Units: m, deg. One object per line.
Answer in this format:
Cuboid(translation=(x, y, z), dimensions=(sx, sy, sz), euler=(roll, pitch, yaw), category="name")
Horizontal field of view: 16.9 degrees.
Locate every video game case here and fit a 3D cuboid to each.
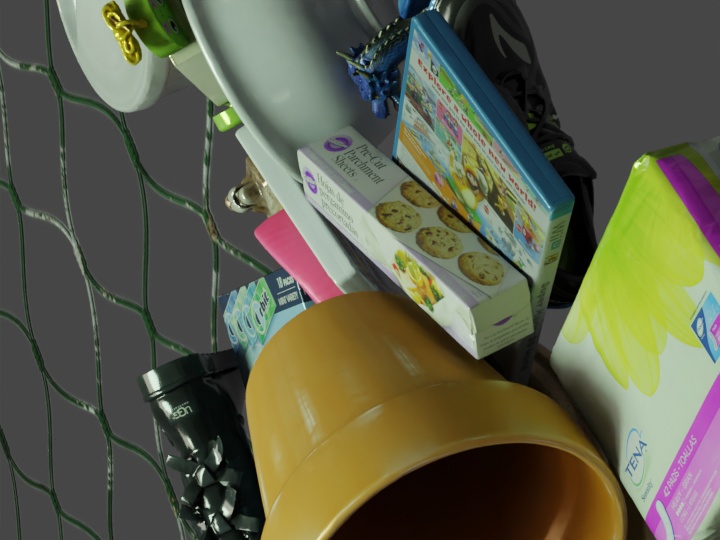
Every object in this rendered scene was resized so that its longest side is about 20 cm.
Cuboid(translation=(0.000, 0.000, 1.545), dimensions=(0.143, 0.018, 0.200), euler=(56, -175, 36), category="video game case")
Cuboid(translation=(0.063, -0.034, 1.363), dimensions=(0.143, 0.018, 0.200), euler=(57, 160, 26), category="video game case")

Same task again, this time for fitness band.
Cuboid(translation=(-0.006, 0.038, 1.587), dimensions=(0.144, 0.037, 0.200), euler=(54, -179, 38), category="fitness band")

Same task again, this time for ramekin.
Cuboid(translation=(-0.156, -0.224, 1.795), dimensions=(0.202, 0.094, 0.203), euler=(46, 145, 47), category="ramekin")

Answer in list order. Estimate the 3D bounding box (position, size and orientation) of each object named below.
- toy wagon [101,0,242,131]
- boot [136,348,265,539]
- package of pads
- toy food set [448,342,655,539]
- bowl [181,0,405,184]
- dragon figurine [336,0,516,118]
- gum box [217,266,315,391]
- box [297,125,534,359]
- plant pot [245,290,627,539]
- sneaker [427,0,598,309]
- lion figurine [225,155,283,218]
Cuboid(translation=(-0.102, -0.163, 1.501), dimensions=(0.155, 0.040, 0.200), euler=(61, -161, -4), category="toy wagon")
Cuboid(translation=(-0.103, 0.145, 1.865), dimensions=(0.198, 0.073, 0.163), euler=(0, -113, -79), category="boot")
Cuboid(translation=(0.175, 0.043, 1.251), dimensions=(0.155, 0.068, 0.200), euler=(60, 153, 29), category="package of pads")
Cuboid(translation=(0.077, 0.127, 1.465), dimensions=(0.200, 0.049, 0.198), euler=(-34, 65, 36), category="toy food set")
Cuboid(translation=(-0.025, -0.157, 1.498), dimensions=(0.201, 0.090, 0.201), euler=(51, -158, -30), category="bowl")
Cuboid(translation=(0.036, -0.178, 1.381), dimensions=(0.059, 0.099, 0.200), euler=(49, 147, 44), category="dragon figurine")
Cuboid(translation=(-0.032, 0.097, 1.785), dimensions=(0.170, 0.045, 0.200), euler=(-23, 84, 67), category="gum box")
Cuboid(translation=(0.029, -0.019, 1.381), dimensions=(0.200, 0.041, 0.039), euler=(45, 153, 48), category="box")
Cuboid(translation=(0.022, 0.114, 1.370), dimensions=(0.183, 0.200, 0.200), euler=(-122, 27, -47), category="plant pot")
Cuboid(translation=(0.095, -0.074, 1.365), dimensions=(0.083, 0.071, 0.200), euler=(-1, 110, 63), category="sneaker")
Cuboid(translation=(-0.060, -0.136, 1.685), dimensions=(0.122, 0.072, 0.200), euler=(142, 125, -79), category="lion figurine")
